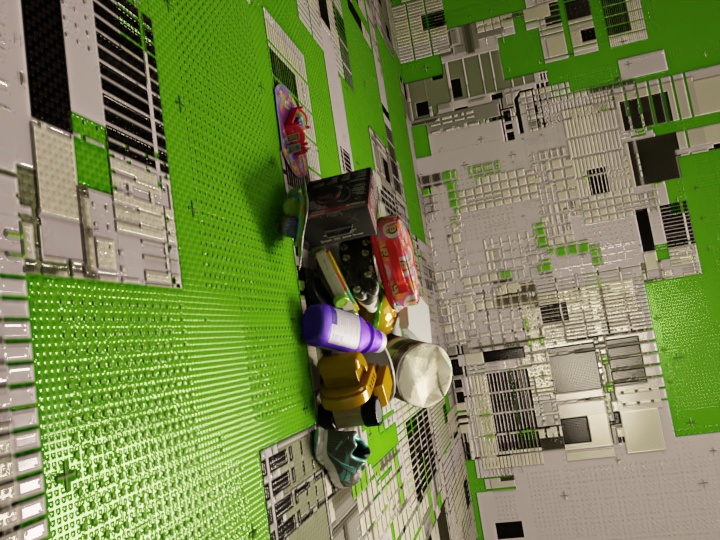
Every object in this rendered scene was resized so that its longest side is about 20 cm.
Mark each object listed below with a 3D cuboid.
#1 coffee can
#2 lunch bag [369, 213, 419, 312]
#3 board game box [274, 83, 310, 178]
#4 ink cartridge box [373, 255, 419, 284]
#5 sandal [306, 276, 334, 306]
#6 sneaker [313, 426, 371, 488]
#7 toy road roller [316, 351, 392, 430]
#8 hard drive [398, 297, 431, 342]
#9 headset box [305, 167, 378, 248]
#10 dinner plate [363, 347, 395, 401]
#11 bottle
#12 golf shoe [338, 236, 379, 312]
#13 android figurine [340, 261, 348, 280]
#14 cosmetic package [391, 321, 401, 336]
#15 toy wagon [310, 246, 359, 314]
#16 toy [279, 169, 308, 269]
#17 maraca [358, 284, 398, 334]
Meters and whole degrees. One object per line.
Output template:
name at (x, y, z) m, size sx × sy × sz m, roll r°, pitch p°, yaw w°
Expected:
coffee can at (0.100, 0.229, 1.514) m, size 0.200 × 0.146 × 0.147 m, roll 3°, pitch -73°, yaw 63°
lunch bag at (0.078, -0.017, 1.409) m, size 0.176 × 0.082 × 0.201 m, roll -73°, pitch 148°, yaw -77°
board game box at (-0.129, -0.300, 1.374) m, size 0.158 × 0.039 × 0.201 m, roll 26°, pitch 56°, yaw -74°
ink cartridge box at (0.094, 0.018, 1.668) m, size 0.200 × 0.067 × 0.117 m, roll 60°, pitch 27°, yaw -46°
sandal at (-0.068, 0.107, 1.343) m, size 0.201 × 0.048 × 0.075 m, roll 63°, pitch 19°, yaw -15°
sneaker at (-0.020, 0.362, 1.235) m, size 0.200 × 0.091 × 0.078 m, roll 64°, pitch 22°, yaw -50°
toy road roller at (-0.018, 0.217, 1.278) m, size 0.200 × 0.122 × 0.147 m, roll -62°, pitch 140°, yaw -69°
hard drive at (0.135, 0.114, 1.601) m, size 0.200 × 0.026 × 0.132 m, roll 46°, pitch 37°, yaw -58°
headset box at (-0.041, -0.131, 1.373) m, size 0.200 × 0.148 × 0.075 m, roll -86°, pitch 161°, yaw -56°
dinner plate at (0.028, 0.199, 1.438) m, size 0.200 × 0.024 × 0.201 m, roll 41°, pitch -39°, yaw 44°
bottle at (-0.028, 0.124, 1.279) m, size 0.200 × 0.065 × 0.084 m, roll 21°, pitch 66°, yaw -45°
golf shoe at (0.000, 0.000, 1.425) m, size 0.088 × 0.077 × 0.201 m, roll 70°, pitch 10°, yaw -52°
android figurine at (-0.014, -0.015, 1.558) m, size 0.182 × 0.041 × 0.201 m, roll 43°, pitch 56°, yaw -79°
cosmetic package at (0.051, 0.118, 1.726) m, size 0.107 × 0.090 × 0.201 m, roll -10°, pitch 92°, yaw -73°
toy wagon at (-0.045, 0.037, 1.373) m, size 0.156 × 0.039 × 0.200 m, roll 64°, pitch 2°, yaw 36°
toy at (-0.126, -0.101, 1.200) m, size 0.200 × 0.047 × 0.116 m, roll -96°, pitch -166°, yaw -60°
maraca at (0.036, 0.100, 1.511) m, size 0.200 × 0.106 × 0.138 m, roll 111°, pitch -15°, yaw -86°
